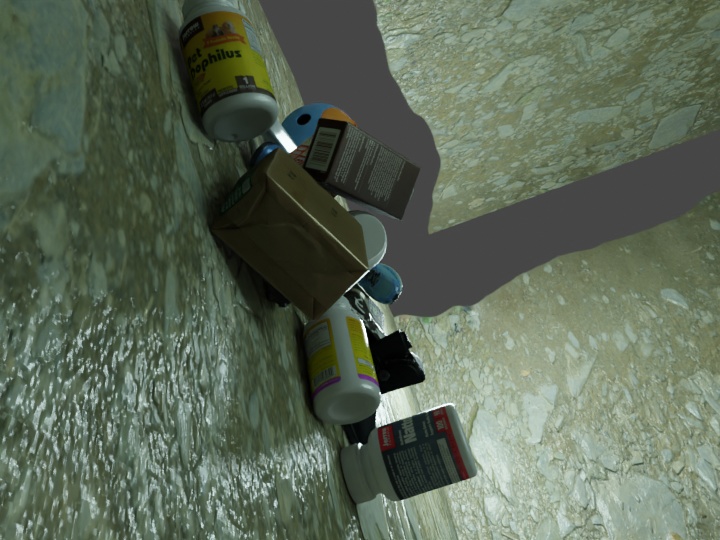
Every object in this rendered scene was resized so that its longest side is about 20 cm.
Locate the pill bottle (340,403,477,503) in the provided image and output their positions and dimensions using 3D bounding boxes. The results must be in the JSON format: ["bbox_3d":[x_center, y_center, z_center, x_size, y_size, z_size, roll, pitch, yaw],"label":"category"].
[{"bbox_3d":[0.075,0.301,0.934,0.120,0.199,0.120,-20,90,-85],"label":"pill bottle"}]

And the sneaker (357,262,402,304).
[{"bbox_3d":[0.000,0.000,1.204,0.200,0.079,0.090,40,14,26],"label":"sneaker"}]

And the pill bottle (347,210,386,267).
[{"bbox_3d":[-0.016,-0.047,1.018,0.200,0.104,0.105,161,-90,-78],"label":"pill bottle"}]

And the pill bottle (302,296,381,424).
[{"bbox_3d":[-0.036,0.134,0.924,0.104,0.104,0.200,65,8,-46],"label":"pill bottle"}]

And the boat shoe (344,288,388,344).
[{"bbox_3d":[0.013,0.125,1.091,0.200,0.067,0.057,58,45,-22],"label":"boat shoe"}]

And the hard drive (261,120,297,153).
[{"bbox_3d":[-0.180,-0.270,1.040,0.132,0.027,0.200,41,0,12],"label":"hard drive"}]

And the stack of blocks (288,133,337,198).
[{"bbox_3d":[-0.087,-0.161,0.989,0.115,0.200,0.059,21,-36,41],"label":"stack of blocks"}]

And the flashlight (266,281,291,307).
[{"bbox_3d":[-0.108,0.003,0.923,0.068,0.068,0.200,43,15,-11],"label":"flashlight"}]

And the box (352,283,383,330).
[{"bbox_3d":[-0.018,0.106,1.162,0.200,0.049,0.162,51,34,-41],"label":"box"}]

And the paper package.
[{"bbox_3d":[-0.089,-0.059,0.790,0.191,0.103,0.200,43,14,-18],"label":"paper package"}]

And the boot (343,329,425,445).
[{"bbox_3d":[0.041,0.222,1.049,0.076,0.168,0.201,-56,126,-82],"label":"boot"}]

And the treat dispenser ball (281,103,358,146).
[{"bbox_3d":[-0.093,-0.273,1.310,0.201,0.200,0.202,-20,90,-85],"label":"treat dispenser ball"}]

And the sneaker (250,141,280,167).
[{"bbox_3d":[-0.137,-0.168,1.067,0.078,0.066,0.200,40,-6,17],"label":"sneaker"}]

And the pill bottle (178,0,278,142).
[{"bbox_3d":[-0.194,-0.295,0.831,0.109,0.109,0.201,50,21,-76],"label":"pill bottle"}]

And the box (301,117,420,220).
[{"bbox_3d":[0.004,-0.162,0.945,0.075,0.100,0.200,21,1,43],"label":"box"}]
